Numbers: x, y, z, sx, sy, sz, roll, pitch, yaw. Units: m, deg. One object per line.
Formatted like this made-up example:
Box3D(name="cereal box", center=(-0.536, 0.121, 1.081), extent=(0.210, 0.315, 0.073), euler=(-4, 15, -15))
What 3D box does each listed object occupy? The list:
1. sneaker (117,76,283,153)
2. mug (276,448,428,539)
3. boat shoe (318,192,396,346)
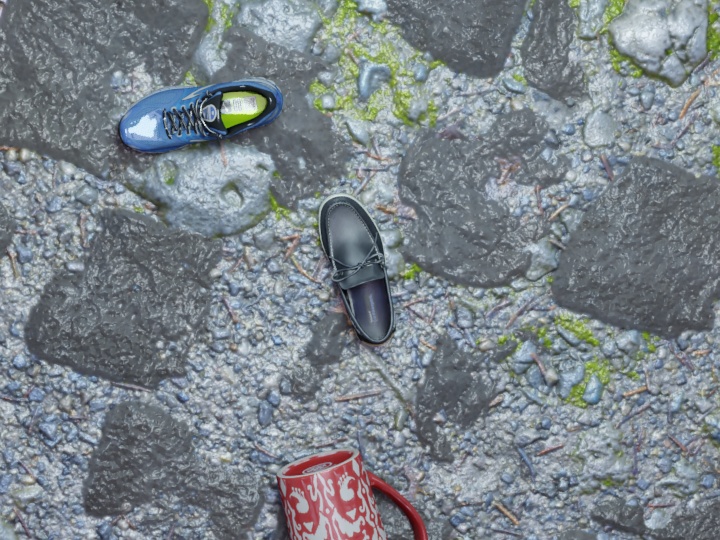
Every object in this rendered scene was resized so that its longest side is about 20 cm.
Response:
Box3D(name="sneaker", center=(-0.190, -0.189, 1.472), extent=(0.200, 0.089, 0.079), euler=(-15, 98, -3))
Box3D(name="mug", center=(-0.018, 0.328, 1.562), extent=(0.133, 0.177, 0.200), euler=(-13, 96, 33))
Box3D(name="boat shoe", center=(0.000, 0.000, 1.532), extent=(0.075, 0.062, 0.200), euler=(-16, 98, -2))
